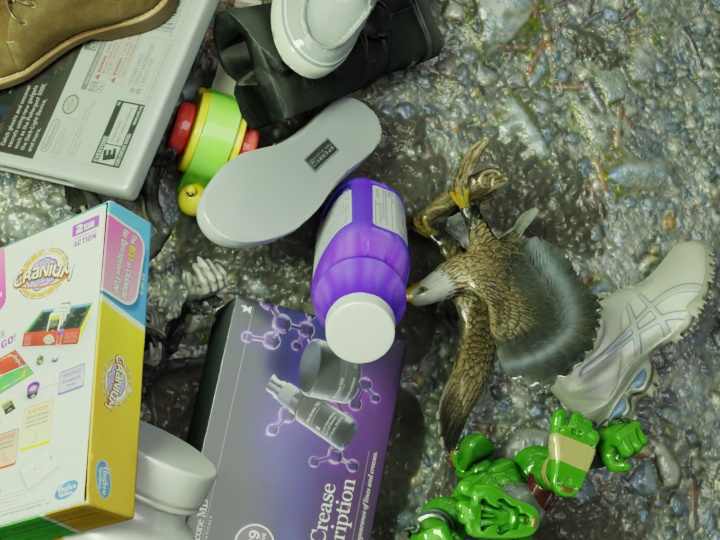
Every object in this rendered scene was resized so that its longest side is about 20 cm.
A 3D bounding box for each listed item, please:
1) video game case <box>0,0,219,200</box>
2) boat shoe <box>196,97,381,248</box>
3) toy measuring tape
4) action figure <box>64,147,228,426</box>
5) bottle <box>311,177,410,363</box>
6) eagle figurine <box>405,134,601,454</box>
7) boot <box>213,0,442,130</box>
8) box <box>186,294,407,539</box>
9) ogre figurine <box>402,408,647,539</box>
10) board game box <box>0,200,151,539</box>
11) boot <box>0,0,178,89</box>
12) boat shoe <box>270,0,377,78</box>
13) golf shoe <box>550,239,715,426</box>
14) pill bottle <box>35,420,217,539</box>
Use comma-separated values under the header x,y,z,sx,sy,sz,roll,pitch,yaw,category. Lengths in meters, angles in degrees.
x,y,z,sx,sy,sz,roll,pitch,yaw,category
-0.211,-0.159,0.900,0.181,0.023,0.200,13,72,17,video game case
-0.056,-0.068,0.933,0.069,0.057,0.200,52,48,-2,boat shoe
-0.106,-0.138,0.955,0.073,0.074,0.200,18,73,-15,toy measuring tape
-0.166,0.012,0.885,0.119,0.102,0.200,-4,77,-28,action figure
0.000,0.000,0.896,0.065,0.200,0.084,21,112,-9,bottle
0.096,0.025,0.950,0.151,0.152,0.200,-23,69,1,eagle figurine
-0.041,-0.212,0.969,0.200,0.066,0.165,-29,87,-38,boot
-0.057,0.135,0.910,0.141,0.079,0.200,14,74,-13,box
0.112,0.173,0.938,0.098,0.120,0.200,45,66,-1,ogre figurine
-0.206,0.071,0.780,0.040,0.153,0.200,32,48,-48,board game box
-0.235,-0.187,0.864,0.200,0.075,0.074,-21,67,5,boot
-0.007,-0.233,0.912,0.070,0.071,0.201,33,56,-19,boat shoe
0.227,0.037,1.036,0.097,0.078,0.200,37,68,-2,golf shoe
-0.176,0.202,0.799,0.111,0.111,0.200,28,93,-12,pill bottle
